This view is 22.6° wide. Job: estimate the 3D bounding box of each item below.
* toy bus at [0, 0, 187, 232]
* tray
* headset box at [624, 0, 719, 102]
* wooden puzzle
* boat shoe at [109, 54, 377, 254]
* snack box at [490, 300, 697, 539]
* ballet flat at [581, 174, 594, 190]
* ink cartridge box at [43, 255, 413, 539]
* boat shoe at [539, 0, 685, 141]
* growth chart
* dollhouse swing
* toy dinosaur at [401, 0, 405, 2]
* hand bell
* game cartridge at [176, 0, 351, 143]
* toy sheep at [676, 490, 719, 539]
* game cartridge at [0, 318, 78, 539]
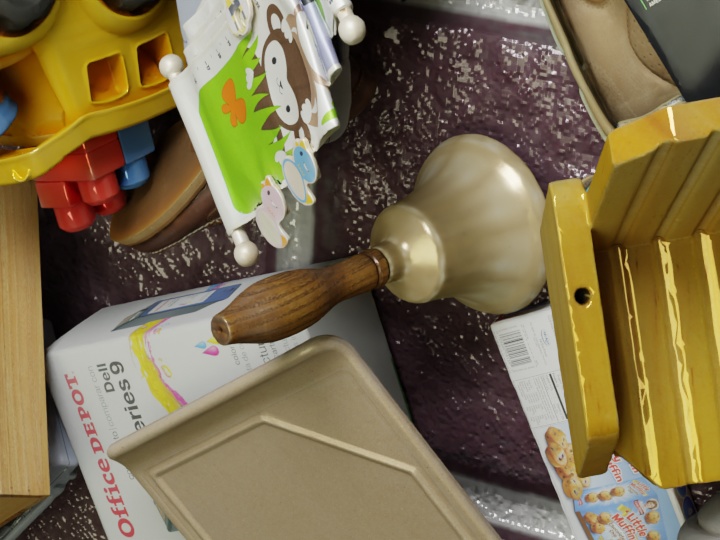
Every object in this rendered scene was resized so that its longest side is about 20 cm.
[{"bbox_3d":[-0.186,-0.110,1.012,0.135,0.199,0.194,4,111,39],"label":"toy bus"},{"bbox_3d":[-0.229,0.053,1.123,0.098,0.037,0.202,-33,56,53],"label":"tray"},{"bbox_3d":[0.198,-0.193,0.853,0.173,0.093,0.201,-30,93,32],"label":"headset box"},{"bbox_3d":[-0.022,0.135,1.025,0.184,0.037,0.200,-28,111,35],"label":"wooden puzzle"},{"bbox_3d":[-0.071,-0.065,1.055,0.070,0.071,0.200,25,136,-30],"label":"boat shoe"},{"bbox_3d":[0.144,0.111,1.037,0.071,0.024,0.202,-17,101,30],"label":"snack box"},{"bbox_3d":[0.186,0.028,0.970,0.200,0.069,0.063,43,144,11],"label":"ballet flat"},{"bbox_3d":[-0.079,0.087,1.106,0.199,0.087,0.147,-11,105,31],"label":"ink cartridge box"},{"bbox_3d":[0.142,-0.099,0.934,0.073,0.063,0.201,-32,94,32],"label":"boat shoe"},{"bbox_3d":[-0.050,-0.103,0.895,0.146,0.018,0.200,63,147,22],"label":"growth chart"},{"bbox_3d":[0.198,0.011,0.830,0.198,0.176,0.184,-9,91,-2],"label":"dollhouse swing"},{"bbox_3d":[-0.003,-0.220,0.951,0.200,0.102,0.137,-37,73,54],"label":"toy dinosaur"},{"bbox_3d":[0.000,0.000,0.952,0.104,0.199,0.105,20,120,41],"label":"hand bell"},{"bbox_3d":[-0.055,-0.174,0.927,0.133,0.041,0.202,25,121,58],"label":"game cartridge"},{"bbox_3d":[0.227,0.181,0.963,0.137,0.138,0.202,-2,94,27],"label":"toy sheep"},{"bbox_3d":[-0.260,0.125,1.205,0.200,0.040,0.134,-44,48,33],"label":"game cartridge"}]
